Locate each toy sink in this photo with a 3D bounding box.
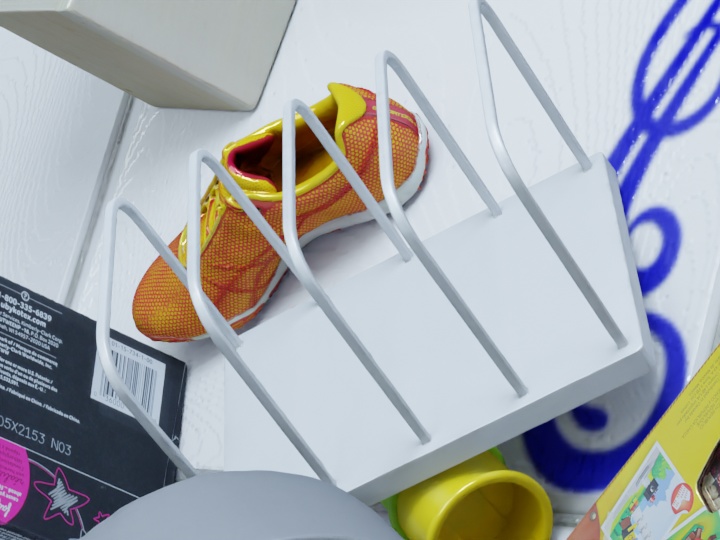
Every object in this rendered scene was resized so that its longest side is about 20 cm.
[{"bbox_3d":[-0.102,-0.204,1.362,0.112,0.130,0.201,7,75,53],"label":"toy sink"}]

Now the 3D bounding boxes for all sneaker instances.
[{"bbox_3d":[-0.055,-0.033,1.244,0.200,0.077,0.073,-40,44,31],"label":"sneaker"}]

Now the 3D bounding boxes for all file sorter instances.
[{"bbox_3d":[0.000,0.000,1.051,0.199,0.125,0.139,-27,33,17],"label":"file sorter"}]

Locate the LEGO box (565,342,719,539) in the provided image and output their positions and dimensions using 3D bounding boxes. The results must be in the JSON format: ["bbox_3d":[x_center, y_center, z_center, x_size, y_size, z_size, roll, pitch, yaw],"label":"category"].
[{"bbox_3d":[0.183,0.059,0.799,0.200,0.148,0.077,-56,38,31],"label":"LEGO box"}]

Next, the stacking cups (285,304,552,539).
[{"bbox_3d":[0.010,0.074,1.113,0.061,0.060,0.200,-59,35,6],"label":"stacking cups"}]

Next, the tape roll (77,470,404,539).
[{"bbox_3d":[-0.048,0.183,0.995,0.201,0.200,0.066,-60,33,5],"label":"tape roll"}]

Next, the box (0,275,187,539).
[{"bbox_3d":[-0.201,0.081,1.248,0.114,0.199,0.133,-23,52,40],"label":"box"}]
